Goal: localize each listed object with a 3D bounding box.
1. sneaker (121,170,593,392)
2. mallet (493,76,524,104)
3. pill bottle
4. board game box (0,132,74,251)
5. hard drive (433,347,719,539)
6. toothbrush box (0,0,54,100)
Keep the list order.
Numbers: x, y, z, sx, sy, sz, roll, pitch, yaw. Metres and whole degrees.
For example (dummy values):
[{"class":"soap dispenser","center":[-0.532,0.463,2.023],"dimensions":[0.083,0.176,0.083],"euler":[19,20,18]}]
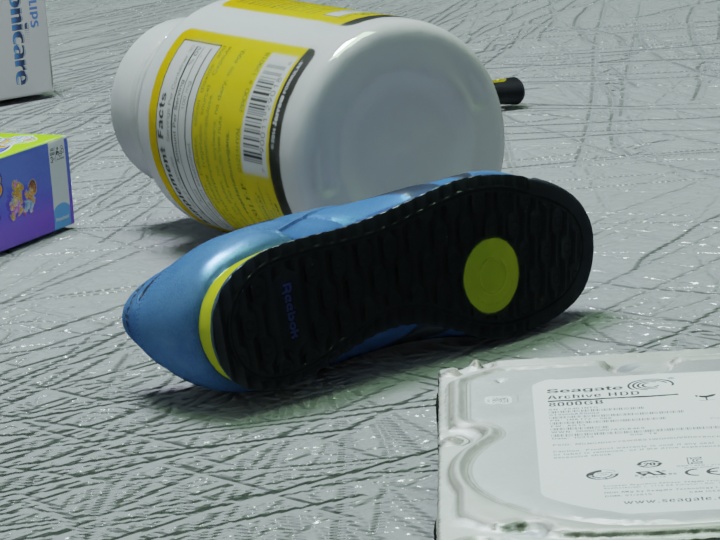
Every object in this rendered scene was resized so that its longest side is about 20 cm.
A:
[{"class":"sneaker","center":[0.000,0.000,1.124],"dimensions":[0.200,0.066,0.078],"euler":[-14,12,-35]},{"class":"mallet","center":[-0.008,-0.095,1.613],"dimensions":[0.199,0.041,0.066],"euler":[-6,10,-29]},{"class":"pill bottle","center":[-0.033,-0.067,1.316],"dimensions":[0.111,0.112,0.200],"euler":[-12,16,-30]},{"class":"board game box","center":[-0.243,-0.024,1.346],"dimensions":[0.134,0.045,0.200],"euler":[3,15,28]},{"class":"hard drive","center":[0.092,0.065,0.878],"dimensions":[0.139,0.038,0.200],"euler":[-3,12,3]},{"class":"toothbrush box","center":[-0.311,-0.141,1.783],"dimensions":[0.200,0.086,0.145],"euler":[-14,16,-35]}]
